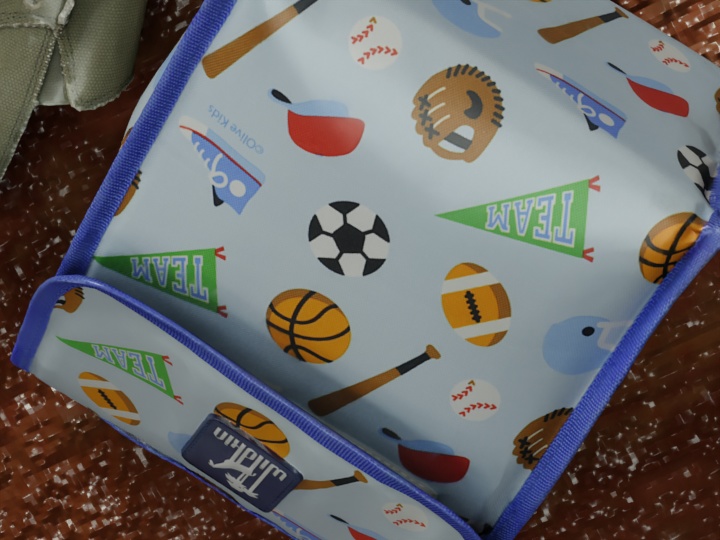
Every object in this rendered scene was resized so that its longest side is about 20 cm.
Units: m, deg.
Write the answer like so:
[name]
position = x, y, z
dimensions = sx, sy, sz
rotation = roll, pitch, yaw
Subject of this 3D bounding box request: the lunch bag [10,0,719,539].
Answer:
[lunch bag]
position = 0.000, 0.000, 0.782
dimensions = 0.170, 0.124, 0.200
rotation = 33, 122, -2

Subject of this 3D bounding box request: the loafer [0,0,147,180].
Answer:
[loafer]
position = -0.094, -0.090, 0.797
dimensions = 0.070, 0.075, 0.200
rotation = 35, 113, -16
